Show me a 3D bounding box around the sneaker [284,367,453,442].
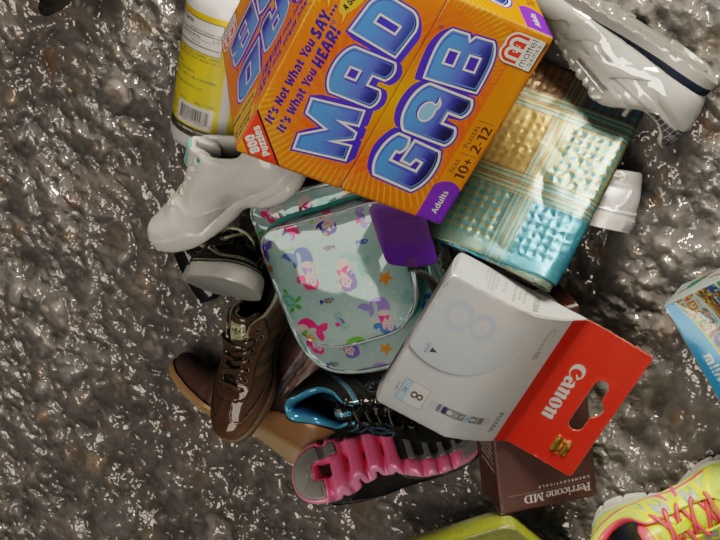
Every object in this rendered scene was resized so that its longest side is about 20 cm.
[{"bbox_3d":[0.020,0.137,1.633,0.200,0.082,0.073,1,103,32],"label":"sneaker"}]

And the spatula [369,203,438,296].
[{"bbox_3d":[0.065,0.016,1.533,0.056,0.021,0.200,0,137,32],"label":"spatula"}]

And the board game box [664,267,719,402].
[{"bbox_3d":[0.396,0.044,1.493,0.200,0.064,0.148,-29,94,33],"label":"board game box"}]

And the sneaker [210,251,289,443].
[{"bbox_3d":[-0.118,0.072,1.700,0.070,0.076,0.200,14,82,32],"label":"sneaker"}]

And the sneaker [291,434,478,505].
[{"bbox_3d":[0.034,0.198,1.733,0.200,0.095,0.079,-15,62,13],"label":"sneaker"}]

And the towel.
[{"bbox_3d":[0.151,-0.092,1.515,0.146,0.022,0.200,25,75,16],"label":"towel"}]

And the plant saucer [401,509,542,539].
[{"bbox_3d":[0.125,0.310,1.697,0.199,0.048,0.200,-23,131,31],"label":"plant saucer"}]

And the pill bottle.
[{"bbox_3d":[-0.116,-0.216,1.616,0.112,0.112,0.200,20,116,18],"label":"pill bottle"}]

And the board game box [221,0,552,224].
[{"bbox_3d":[0.015,-0.201,1.460,0.200,0.200,0.200,19,120,-21],"label":"board game box"}]

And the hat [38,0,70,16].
[{"bbox_3d":[-0.241,-0.328,1.644,0.081,0.201,0.201,21,127,-29],"label":"hat"}]

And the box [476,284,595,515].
[{"bbox_3d":[0.160,0.123,1.610,0.100,0.075,0.200,-11,109,-9],"label":"box"}]

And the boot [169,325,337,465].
[{"bbox_3d":[-0.091,0.091,1.764,0.200,0.072,0.167,31,106,17],"label":"boot"}]

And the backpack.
[{"bbox_3d":[0.000,0.000,1.623,0.177,0.151,0.200,-13,111,15],"label":"backpack"}]

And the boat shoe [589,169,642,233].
[{"bbox_3d":[0.164,-0.092,1.557,0.200,0.072,0.069,19,95,26],"label":"boat shoe"}]

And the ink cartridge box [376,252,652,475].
[{"bbox_3d":[0.136,0.097,1.514,0.200,0.047,0.160,29,122,-1],"label":"ink cartridge box"}]

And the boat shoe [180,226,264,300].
[{"bbox_3d":[-0.132,-0.011,1.628,0.071,0.200,0.064,21,85,-16],"label":"boat shoe"}]

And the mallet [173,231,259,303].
[{"bbox_3d":[-0.110,-0.042,1.729,0.200,0.041,0.066,-37,88,27],"label":"mallet"}]

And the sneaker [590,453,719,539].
[{"bbox_3d":[0.302,0.241,1.598,0.200,0.090,0.078,-29,93,30],"label":"sneaker"}]

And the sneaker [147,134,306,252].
[{"bbox_3d":[-0.144,-0.086,1.593,0.200,0.075,0.088,-26,123,36],"label":"sneaker"}]

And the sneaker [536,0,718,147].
[{"bbox_3d":[0.213,-0.190,1.481,0.200,0.076,0.081,37,115,10],"label":"sneaker"}]
